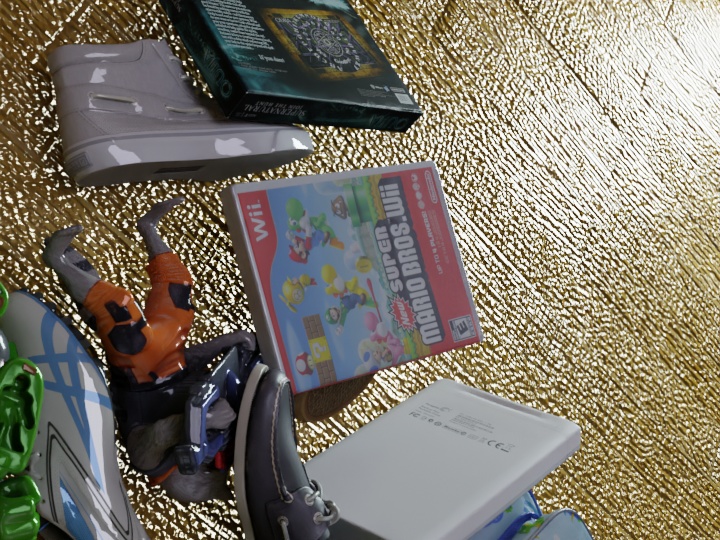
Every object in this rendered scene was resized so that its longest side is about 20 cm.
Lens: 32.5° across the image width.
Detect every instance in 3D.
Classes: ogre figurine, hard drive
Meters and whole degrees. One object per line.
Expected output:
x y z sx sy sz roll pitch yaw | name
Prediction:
-0.222 0.051 0.659 0.098 0.120 0.201 -34 99 -40 | ogre figurine
0.049 0.140 0.877 0.199 0.131 0.027 -25 122 -45 | hard drive

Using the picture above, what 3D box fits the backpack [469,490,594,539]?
0.100 0.273 0.866 0.183 0.146 0.201 -36 104 -41 | backpack

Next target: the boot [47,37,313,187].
-0.118 -0.114 0.844 0.199 0.073 0.096 -7 81 -47 | boot

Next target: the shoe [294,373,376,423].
-0.006 0.033 0.922 0.200 0.053 0.070 -53 143 -36 | shoe

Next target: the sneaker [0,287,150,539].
-0.177 0.107 0.718 0.072 0.072 0.201 -17 84 -36 | sneaker

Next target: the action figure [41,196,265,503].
-0.122 0.056 0.795 0.200 0.104 0.195 -33 107 -74 | action figure

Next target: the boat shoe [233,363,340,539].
-0.039 0.154 0.783 0.073 0.062 0.202 -54 143 -68 | boat shoe

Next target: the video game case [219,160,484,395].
0.000 0.000 0.873 0.199 0.017 0.144 -11 84 -43 | video game case

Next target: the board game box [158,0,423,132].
-0.052 -0.164 0.905 0.199 0.028 0.136 -2 55 -51 | board game box
